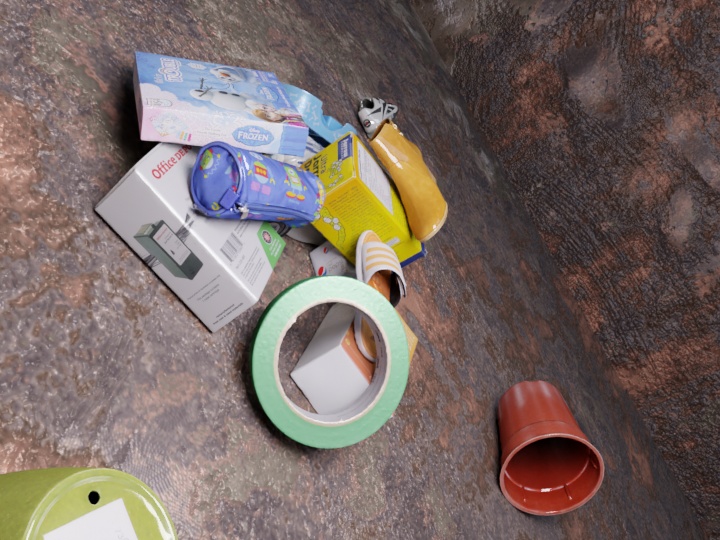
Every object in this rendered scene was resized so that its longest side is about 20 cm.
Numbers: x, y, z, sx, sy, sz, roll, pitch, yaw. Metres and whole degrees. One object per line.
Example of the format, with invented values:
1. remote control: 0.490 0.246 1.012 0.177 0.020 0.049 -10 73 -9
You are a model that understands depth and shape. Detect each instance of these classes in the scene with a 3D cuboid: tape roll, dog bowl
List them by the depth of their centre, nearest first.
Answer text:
1. tape roll: -0.038 0.109 0.759 0.202 0.199 0.048 53 -13 -10
2. dog bowl: -0.092 -0.280 1.170 0.110 0.051 0.198 20 -6 42

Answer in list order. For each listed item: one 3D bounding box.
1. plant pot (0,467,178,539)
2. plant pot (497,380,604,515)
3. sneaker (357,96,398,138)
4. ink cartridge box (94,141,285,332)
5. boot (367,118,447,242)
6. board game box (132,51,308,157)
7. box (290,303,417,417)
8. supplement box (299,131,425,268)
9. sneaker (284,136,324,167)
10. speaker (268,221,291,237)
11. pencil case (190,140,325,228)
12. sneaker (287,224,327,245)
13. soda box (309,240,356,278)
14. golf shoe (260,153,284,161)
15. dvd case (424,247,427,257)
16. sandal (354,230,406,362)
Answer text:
1. plant pot: -0.200 0.197 0.355 0.187 0.198 0.190 41 31 -31
2. plant pot: 0.363 0.343 1.252 0.202 0.199 0.197 48 19 -19
3. sneaker: 0.042 -0.409 1.574 0.089 0.073 0.201 53 26 -16
4. ink cartridge box: -0.197 -0.053 0.755 0.201 0.083 0.147 50 26 -18
5. boot: 0.064 -0.144 0.951 0.144 0.070 0.204 44 26 -25
6. board game box: -0.184 -0.215 0.790 0.193 0.044 0.201 1 35 -24
7. box: -0.002 0.125 0.906 0.126 0.096 0.201 53 27 -12
8. supplement box: 0.003 -0.094 0.976 0.200 0.108 0.111 43 30 -38
9. sneaker: -0.086 -0.214 1.137 0.090 0.074 0.199 61 25 5
10. speaker: -0.163 -0.148 0.922 0.080 0.080 0.205 13 51 -55
11. pencil case: -0.119 -0.097 0.757 0.088 0.078 0.199 57 22 16
12. sneaker: -0.088 -0.109 1.043 0.198 0.073 0.117 28 31 -50
13. soda box: 0.000 0.000 1.080 0.198 0.063 0.070 15 49 -56
14. golf shoe: -0.187 -0.190 0.862 0.200 0.097 0.079 47 -18 13
15. dvd case: 0.018 -0.093 1.126 0.201 0.147 0.016 50 61 -24
16. sandal: 0.035 0.029 0.872 0.079 0.058 0.211 37 41 -38
